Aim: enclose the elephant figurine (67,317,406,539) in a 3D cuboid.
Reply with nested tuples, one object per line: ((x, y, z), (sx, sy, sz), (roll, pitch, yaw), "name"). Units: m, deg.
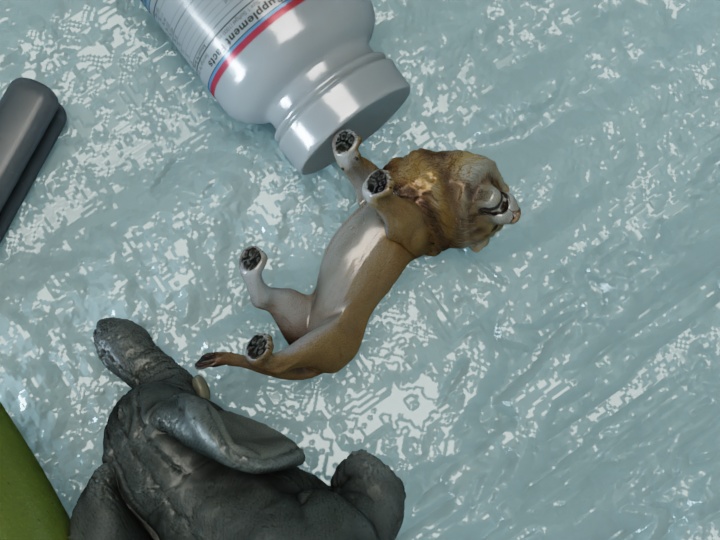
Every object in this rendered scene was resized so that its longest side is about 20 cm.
((-0.088, 0.118, 0.787), (0.200, 0.155, 0.142), (39, 65, -5), "elephant figurine")

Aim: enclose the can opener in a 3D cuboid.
((-0.242, -0.025, 0.857), (0.066, 0.053, 0.201), (30, 80, 4), "can opener")

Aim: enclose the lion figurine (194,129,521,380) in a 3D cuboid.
((0.000, 0.000, 0.843), (0.200, 0.122, 0.072), (-46, 55, 1), "lion figurine")

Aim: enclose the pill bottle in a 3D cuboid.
((-0.062, -0.159, 0.859), (0.109, 0.109, 0.200), (-37, 84, -8), "pill bottle")

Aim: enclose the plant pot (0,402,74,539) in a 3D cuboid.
((-0.219, 0.171, 0.775), (0.186, 0.187, 0.201), (-15, 66, -5), "plant pot")
